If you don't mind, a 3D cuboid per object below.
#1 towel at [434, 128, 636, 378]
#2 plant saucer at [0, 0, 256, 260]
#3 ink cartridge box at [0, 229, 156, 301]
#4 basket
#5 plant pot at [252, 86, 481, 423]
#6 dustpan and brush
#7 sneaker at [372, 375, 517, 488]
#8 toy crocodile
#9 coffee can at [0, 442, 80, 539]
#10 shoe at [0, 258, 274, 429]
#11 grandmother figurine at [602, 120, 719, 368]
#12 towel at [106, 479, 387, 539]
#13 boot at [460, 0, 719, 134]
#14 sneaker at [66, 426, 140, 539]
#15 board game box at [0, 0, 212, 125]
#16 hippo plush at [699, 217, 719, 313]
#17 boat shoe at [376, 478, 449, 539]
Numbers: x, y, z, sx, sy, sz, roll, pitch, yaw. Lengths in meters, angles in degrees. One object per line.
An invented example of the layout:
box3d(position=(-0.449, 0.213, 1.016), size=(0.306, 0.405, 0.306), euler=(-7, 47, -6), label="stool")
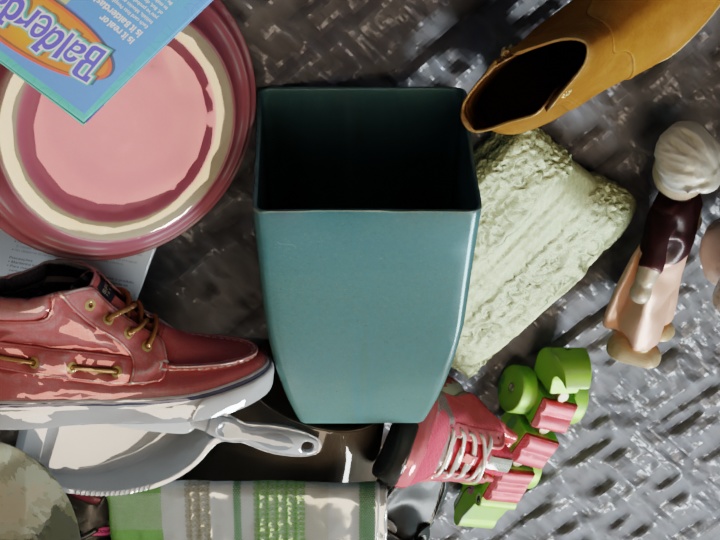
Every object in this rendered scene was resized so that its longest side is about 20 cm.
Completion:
box3d(position=(0.094, -0.014, 1.240), size=(0.148, 0.037, 0.200), euler=(30, 114, -34), label="towel")
box3d(position=(-0.156, -0.097, 1.045), size=(0.198, 0.051, 0.203), euler=(-8, 113, -19), label="plant saucer")
box3d(position=(-0.237, -0.018, 1.121), size=(0.198, 0.041, 0.201), euler=(11, 120, -26), label="ink cartridge box")
box3d(position=(-0.060, 0.169, 1.268), size=(0.179, 0.136, 0.202), euler=(24, 117, 8), label="basket")
box3d(position=(0.000, 0.000, 1.130), size=(0.140, 0.142, 0.202), euler=(0, 127, -2), label="plant pot")
box3d(position=(-0.124, 0.098, 1.153), size=(0.198, 0.057, 0.141), euler=(12, 101, -24), label="dustpan and brush")
box3d(position=(0.071, 0.124, 1.243), size=(0.086, 0.200, 0.074), euler=(26, 101, 12), label="sneaker")
box3d(position=(0.131, 0.137, 1.355), size=(0.067, 0.062, 0.201), euler=(13, 123, -26), label="toy crocodile")
box3d(position=(-0.299, 0.203, 1.148), size=(0.145, 0.148, 0.199), euler=(20, 155, -31), label="coffee can")
box3d(position=(-0.152, 0.044, 1.073), size=(0.198, 0.072, 0.092), euler=(-4, 113, -13), label="shoe")
box3d(position=(0.223, -0.020, 1.242), size=(0.060, 0.122, 0.201), euler=(15, 130, 10), label="grandmother figurine")
box3d(position=(-0.080, 0.214, 1.208), size=(0.198, 0.031, 0.151), euler=(1, 111, 2), label="towel")
box3d(position=(0.157, -0.150, 1.080), size=(0.200, 0.144, 0.071), euler=(-36, 90, 16), label="boot")
box3d(position=(-0.196, 0.154, 1.232), size=(0.200, 0.084, 0.077), euler=(-48, 169, 24), label="sneaker")
box3d(position=(-0.140, -0.194, 0.917), size=(0.200, 0.045, 0.152), euler=(-40, 130, 15), label="board game box")
box3d(position=(0.350, -0.043, 1.214), size=(0.198, 0.160, 0.162), euler=(-10, 127, -18), label="hippo plush")
box3d(position=(0.023, 0.230, 1.389), size=(0.074, 0.066, 0.200), euler=(20, 119, -30), label="boat shoe")
